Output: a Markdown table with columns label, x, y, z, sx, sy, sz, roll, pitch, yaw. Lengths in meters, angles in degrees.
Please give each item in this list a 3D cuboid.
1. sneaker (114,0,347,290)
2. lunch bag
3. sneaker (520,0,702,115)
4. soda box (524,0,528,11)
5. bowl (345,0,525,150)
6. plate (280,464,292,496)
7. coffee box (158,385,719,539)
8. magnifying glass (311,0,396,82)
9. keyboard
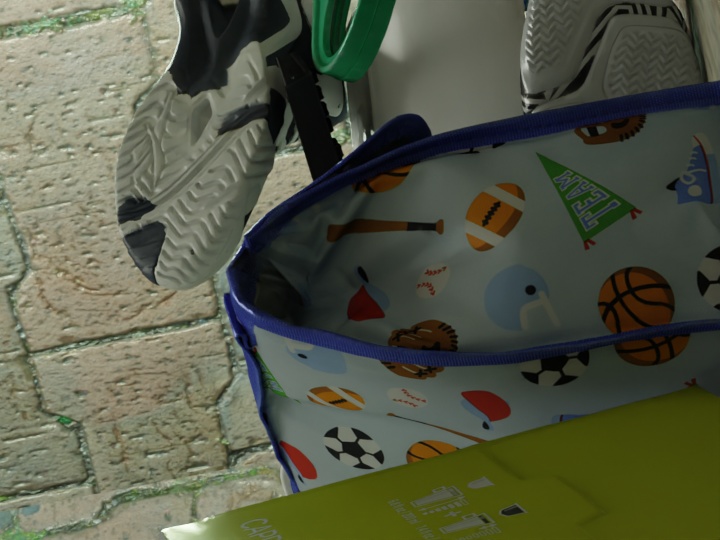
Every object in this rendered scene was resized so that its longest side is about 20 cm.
| label | x | y | z | sx | sy | sz | roll | pitch | yaw |
| --- | --- | --- | --- | --- | --- | --- | --- | --- | --- |
| sneaker | -0.054 | -0.069 | 1.282 | 0.130 | 0.079 | 0.200 | 45 | -136 | -57 |
| lunch bag | 0.057 | 0.024 | 0.969 | 0.170 | 0.199 | 0.124 | 75 | -176 | -58 |
| sneaker | 0.110 | -0.042 | 1.116 | 0.115 | 0.075 | 0.201 | -110 | 7 | -86 |
| soda box | 0.092 | -0.191 | 1.241 | 0.200 | 0.064 | 0.068 | 77 | -177 | -75 |
| bowl | 0.037 | -0.061 | 1.247 | 0.200 | 0.074 | 0.200 | 154 | 110 | -86 |
| plate | 0.057 | 0.137 | 1.129 | 0.200 | 0.032 | 0.200 | -39 | 68 | 47 |
| coffee box | 0.063 | 0.168 | 0.803 | 0.200 | 0.199 | 0.198 | -145 | 43 | -74 |
| magnifying glass | -0.010 | -0.149 | 1.210 | 0.200 | 0.022 | 0.080 | -105 | 32 | -64 |
| keyboard | 0.000 | 0.000 | 1.194 | 0.127 | 0.021 | 0.201 | -108 | 0 | -70 |
